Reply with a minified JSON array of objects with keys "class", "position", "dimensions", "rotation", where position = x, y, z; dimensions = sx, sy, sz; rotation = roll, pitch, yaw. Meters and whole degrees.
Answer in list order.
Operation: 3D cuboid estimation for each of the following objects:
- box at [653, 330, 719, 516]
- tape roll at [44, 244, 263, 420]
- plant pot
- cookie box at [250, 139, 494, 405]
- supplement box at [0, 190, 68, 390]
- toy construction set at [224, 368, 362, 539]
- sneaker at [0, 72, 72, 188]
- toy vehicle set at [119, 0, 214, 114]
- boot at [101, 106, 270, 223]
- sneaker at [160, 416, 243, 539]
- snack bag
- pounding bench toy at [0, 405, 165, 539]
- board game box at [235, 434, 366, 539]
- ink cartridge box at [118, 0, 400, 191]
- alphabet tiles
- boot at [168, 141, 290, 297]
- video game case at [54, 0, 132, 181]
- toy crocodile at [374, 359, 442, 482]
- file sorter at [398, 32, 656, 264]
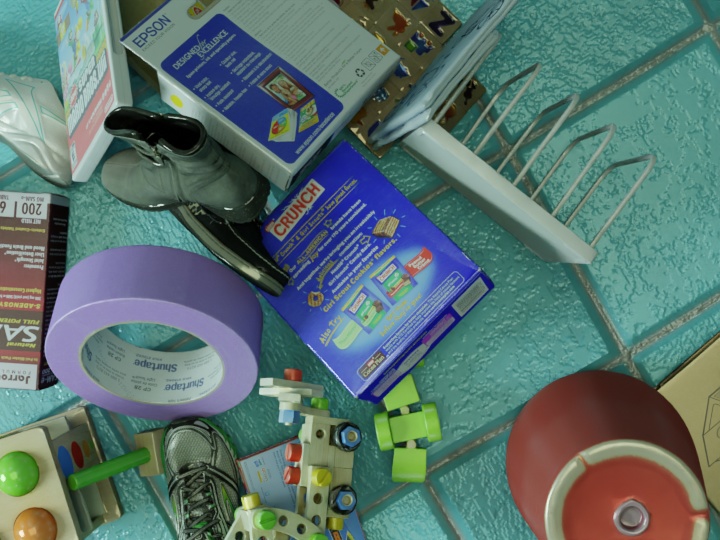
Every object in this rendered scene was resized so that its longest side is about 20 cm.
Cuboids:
[{"class":"box","position":[0.404,0.168,0.989],"dimensions":[0.163,0.021,0.200],"rotation":[-41,90,2]},{"class":"tape roll","position":[-0.195,0.065,0.919],"dimensions":[0.199,0.201,0.066],"rotation":[-1,49,1]},{"class":"plant pot","position":[0.239,0.208,0.906],"dimensions":[0.199,0.177,0.202],"rotation":[0,94,6]},{"class":"cookie box","position":[0.000,0.000,0.942],"dimensions":[0.171,0.075,0.200],"rotation":[-45,68,2]},{"class":"supplement box","position":[-0.368,0.019,0.989],"dimensions":[0.108,0.061,0.202],"rotation":[3,91,1]},{"class":"toy construction set","position":[-0.065,0.195,0.934],"dimensions":[0.130,0.092,0.202],"rotation":[10,91,-22]},{"class":"sneaker","position":[-0.362,-0.171,0.993],"dimensions":[0.200,0.070,0.080],"rotation":[36,76,-2]},{"class":"toy vehicle set","position":[-0.180,-0.241,1.002],"dimensions":[0.200,0.027,0.124],"rotation":[45,91,1]},{"class":"boot","position":[-0.183,-0.107,0.850],"dimensions":[0.199,0.131,0.068],"rotation":[10,71,33]},{"class":"sneaker","position":[-0.152,0.243,0.961],"dimensions":[0.077,0.085,0.201],"rotation":[-14,97,-2]},{"class":"snack bag","position":[0.093,-0.202,0.902],"dimensions":[0.021,0.188,0.200],"rotation":[41,79,-9]},{"class":"pounding bench toy","position":[-0.296,0.209,0.939],"dimensions":[0.199,0.156,0.125],"rotation":[-19,89,1]},{"class":"board game box","position":[-0.049,0.272,0.984],"dimensions":[0.102,0.019,0.201],"rotation":[-18,89,-20]},{"class":"ink cartridge box","position":[-0.092,-0.202,0.916],"dimensions":[0.200,0.047,0.198],"rotation":[37,58,4]},{"class":"alphabet tiles","position":[0.028,-0.221,0.994],"dimensions":[0.200,0.008,0.167],"rotation":[43,83,-3]},{"class":"boot","position":[-0.103,-0.086,0.925],"dimensions":[0.154,0.073,0.203],"rotation":[-47,60,-3]},{"class":"video game case","position":[-0.262,-0.207,0.927],"dimensions":[0.017,0.143,0.201],"rotation":[2,65,-33]},{"class":"toy crocodile","position":[0.039,0.120,0.984],"dimensions":[0.067,0.062,0.201],"rotation":[-12,85,2]},{"class":"file sorter","position":[0.159,-0.116,0.930],"dimensions":[0.200,0.139,0.125],"rotation":[37,87,-6]}]
